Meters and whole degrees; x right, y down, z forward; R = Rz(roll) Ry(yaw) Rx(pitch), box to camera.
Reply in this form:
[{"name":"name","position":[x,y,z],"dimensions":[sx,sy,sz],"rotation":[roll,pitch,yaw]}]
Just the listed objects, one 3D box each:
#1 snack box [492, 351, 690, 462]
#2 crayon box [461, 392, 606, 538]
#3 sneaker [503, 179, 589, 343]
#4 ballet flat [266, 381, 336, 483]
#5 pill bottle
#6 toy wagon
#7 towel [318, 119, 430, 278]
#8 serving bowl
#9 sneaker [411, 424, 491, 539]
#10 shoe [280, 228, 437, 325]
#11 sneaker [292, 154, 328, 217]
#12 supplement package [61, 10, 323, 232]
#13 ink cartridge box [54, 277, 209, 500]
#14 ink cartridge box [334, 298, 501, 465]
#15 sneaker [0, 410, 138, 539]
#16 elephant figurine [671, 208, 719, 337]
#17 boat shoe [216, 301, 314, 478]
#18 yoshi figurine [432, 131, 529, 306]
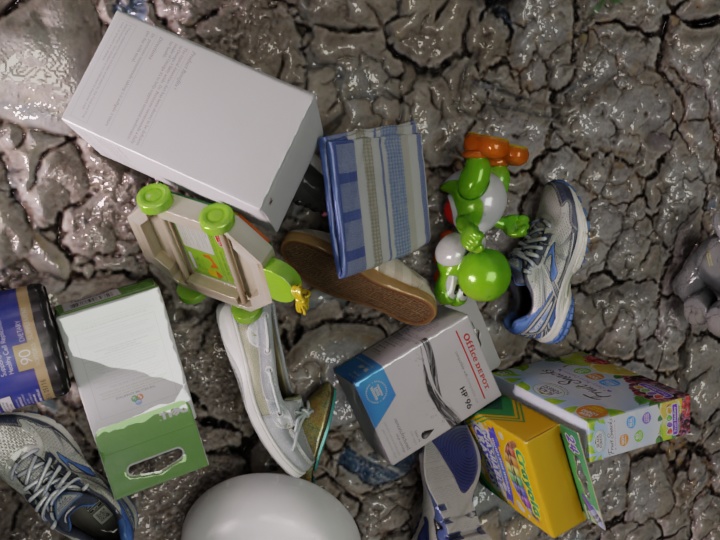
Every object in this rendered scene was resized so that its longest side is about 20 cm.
[{"name":"snack box","position":[0.266,0.155,1.002],"dimensions":[0.142,0.200,0.053],"rotation":[-11,103,-21]},{"name":"crayon box","position":[0.190,0.220,0.980],"dimensions":[0.051,0.200,0.126],"rotation":[-24,105,-17]},{"name":"sneaker","position":[0.218,-0.010,1.020],"dimensions":[0.085,0.077,0.201],"rotation":[3,96,-19]},{"name":"ballet flat","position":[-0.075,0.221,0.949],"dimensions":[0.070,0.071,0.201],"rotation":[9,94,-23]},{"name":"pill bottle","position":[-0.380,0.088,0.777],"dimensions":[0.199,0.112,0.112],"rotation":[-15,103,-20]},{"name":"toy wagon","position":[-0.132,-0.009,0.821],"dimensions":[0.155,0.199,0.040],"rotation":[82,32,-52]},{"name":"towel","position":[0.020,-0.081,0.905],"dimensions":[0.200,0.024,0.147],"rotation":[-23,109,-57]},{"name":"serving bowl","position":[-0.100,0.317,0.903],"dimensions":[0.199,0.066,0.201],"rotation":[1,114,2]},{"name":"sneaker","position":[0.097,0.295,1.021],"dimensions":[0.080,0.115,0.200],"rotation":[0,68,-24]},{"name":"shoe","position":[0.000,0.000,0.955],"dimensions":[0.200,0.070,0.054],"rotation":[27,47,-20]},{"name":"sneaker","position":[-0.079,-0.084,0.902],"dimensions":[0.200,0.071,0.099],"rotation":[44,85,-18]},{"name":"supplement package","position":[-0.150,-0.135,0.793],"dimensions":[0.199,0.117,0.117],"rotation":[25,82,4]},{"name":"ink cartridge box","position":[-0.234,0.119,0.869],"dimensions":[0.104,0.059,0.201],"rotation":[-18,104,-19]},{"name":"ink cartridge box","position":[0.085,0.122,0.995],"dimensions":[0.200,0.068,0.116],"rotation":[-30,108,-16]},{"name":"sneaker","position":[-0.297,0.215,0.843],"dimensions":[0.200,0.085,0.077],"rotation":[44,80,-21]},{"name":"elephant figurine","position":[0.533,0.015,1.146],"dimensions":[0.199,0.155,0.142],"rotation":[-4,56,-32]},{"name":"boat shoe","position":[-0.090,0.119,0.894],"dimensions":[0.065,0.074,0.203],"rotation":[-22,82,4]},{"name":"yoshi figurine","position":[0.146,-0.049,0.960],"dimensions":[0.112,0.112,0.201],"rotation":[14,97,-7]}]
